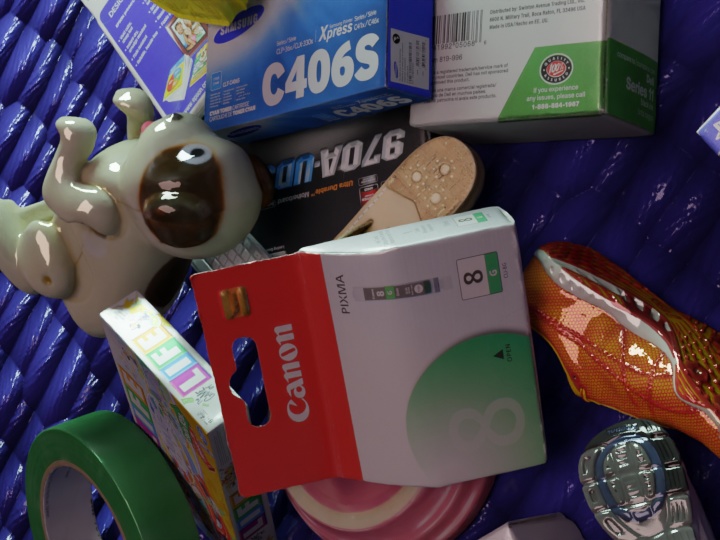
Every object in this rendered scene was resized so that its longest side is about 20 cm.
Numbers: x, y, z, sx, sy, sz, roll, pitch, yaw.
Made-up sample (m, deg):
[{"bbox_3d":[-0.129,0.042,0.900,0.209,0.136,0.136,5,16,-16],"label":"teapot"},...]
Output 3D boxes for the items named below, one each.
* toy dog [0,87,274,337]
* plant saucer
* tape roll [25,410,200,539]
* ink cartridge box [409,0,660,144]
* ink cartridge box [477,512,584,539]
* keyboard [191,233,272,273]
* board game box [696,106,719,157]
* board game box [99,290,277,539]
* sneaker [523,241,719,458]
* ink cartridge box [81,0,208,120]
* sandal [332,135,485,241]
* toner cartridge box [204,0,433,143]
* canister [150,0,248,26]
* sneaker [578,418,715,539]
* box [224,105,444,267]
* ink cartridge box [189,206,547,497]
[{"bbox_3d":[-0.159,-0.035,0.902,0.199,0.139,0.195,-29,83,40],"label":"toy dog"},{"bbox_3d":[0.006,0.105,0.883,0.199,0.051,0.203,-4,83,36],"label":"plant saucer"},{"bbox_3d":[-0.195,0.213,0.978,0.200,0.048,0.202,22,121,43],"label":"tape roll"},{"bbox_3d":[0.116,-0.190,0.810,0.146,0.083,0.202,2,87,38],"label":"ink cartridge box"},{"bbox_3d":[0.070,0.265,0.797,0.200,0.084,0.145,-38,65,27],"label":"ink cartridge box"},{"bbox_3d":[-0.086,0.006,0.928,0.200,0.011,0.057,45,113,34],"label":"keyboard"},{"bbox_3d":[0.309,-0.057,0.644,0.160,0.097,0.200,-50,60,22],"label":"board game box"},{"bbox_3d":[-0.121,0.125,0.906,0.134,0.034,0.201,41,152,33],"label":"board game box"},{"bbox_3d":[0.174,0.060,0.762,0.200,0.073,0.078,44,126,39],"label":"sneaker"},{"bbox_3d":[-0.130,-0.243,1.024,0.198,0.043,0.200,-49,61,21],"label":"ink cartridge box"},{"bbox_3d":[-0.004,-0.004,0.819,0.078,0.070,0.212,42,102,24],"label":"sandal"},{"bbox_3d":[-0.034,-0.151,0.864,0.199,0.043,0.096,-7,78,48],"label":"toner cartridge box"},{"bbox_3d":[-0.090,-0.287,0.902,0.201,0.086,0.148,-58,32,-4],"label":"canister"},{"bbox_3d":[0.184,0.183,0.698,0.074,0.087,0.201,-22,52,20],"label":"sneaker"},{"bbox_3d":[-0.018,-0.079,0.921,0.199,0.046,0.161,-11,79,37],"label":"box"},{"bbox_3d":[0.008,0.060,0.772,0.050,0.198,0.162,-120,18,-71],"label":"ink cartridge box"}]
